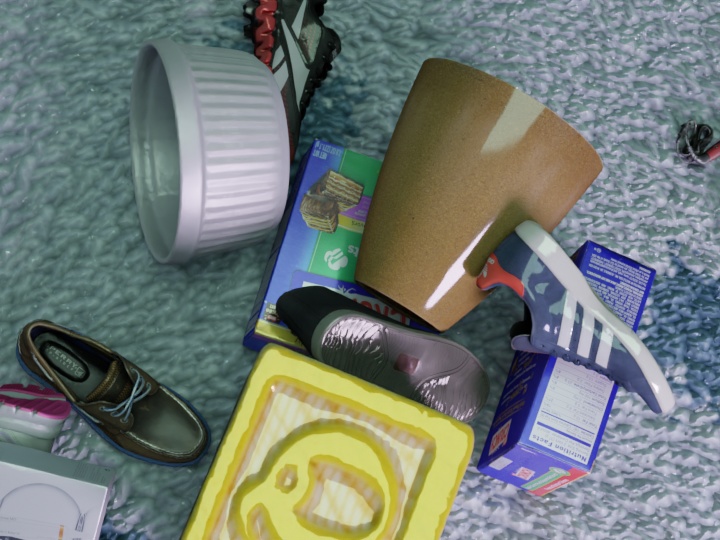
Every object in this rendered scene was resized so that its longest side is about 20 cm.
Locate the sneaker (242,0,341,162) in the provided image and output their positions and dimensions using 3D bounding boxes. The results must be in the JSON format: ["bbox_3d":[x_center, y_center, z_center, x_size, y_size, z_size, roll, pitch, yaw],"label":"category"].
[{"bbox_3d":[-0.065,-0.196,1.247,0.097,0.071,0.201,0,74,-8],"label":"sneaker"}]

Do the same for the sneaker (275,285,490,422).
[{"bbox_3d":[0.023,0.067,1.122,0.200,0.106,0.075,29,94,-33],"label":"sneaker"}]

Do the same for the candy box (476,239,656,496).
[{"bbox_3d":[0.186,0.095,1.168,0.077,0.169,0.201,23,73,-1],"label":"candy box"}]

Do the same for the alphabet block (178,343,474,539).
[{"bbox_3d":[-0.038,0.194,1.074,0.195,0.200,0.197,21,77,-5],"label":"alphabet block"}]

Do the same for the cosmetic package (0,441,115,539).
[{"bbox_3d":[-0.303,0.247,1.056,0.150,0.052,0.201,15,99,-4],"label":"cosmetic package"}]

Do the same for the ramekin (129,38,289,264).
[{"bbox_3d":[-0.138,-0.108,1.150,0.105,0.200,0.201,-4,76,-21],"label":"ramekin"}]

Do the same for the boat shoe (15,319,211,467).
[{"bbox_3d":[-0.223,0.112,1.134,0.200,0.072,0.072,30,72,-2],"label":"boat shoe"}]

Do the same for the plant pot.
[{"bbox_3d":[0.085,-0.052,1.119,0.186,0.186,0.200,31,84,-2],"label":"plant pot"}]

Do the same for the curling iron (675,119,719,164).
[{"bbox_3d":[0.420,-0.167,1.357,0.199,0.026,0.050,-26,85,-16],"label":"curling iron"}]

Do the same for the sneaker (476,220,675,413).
[{"bbox_3d":[0.176,0.055,1.059,0.084,0.075,0.200,-41,92,6],"label":"sneaker"}]

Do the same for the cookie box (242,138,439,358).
[{"bbox_3d":[0.000,0.000,1.206,0.171,0.075,0.201,18,74,-8],"label":"cookie box"}]

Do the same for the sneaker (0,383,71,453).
[{"bbox_3d":[-0.355,0.135,1.098,0.199,0.081,0.089,14,101,9],"label":"sneaker"}]
